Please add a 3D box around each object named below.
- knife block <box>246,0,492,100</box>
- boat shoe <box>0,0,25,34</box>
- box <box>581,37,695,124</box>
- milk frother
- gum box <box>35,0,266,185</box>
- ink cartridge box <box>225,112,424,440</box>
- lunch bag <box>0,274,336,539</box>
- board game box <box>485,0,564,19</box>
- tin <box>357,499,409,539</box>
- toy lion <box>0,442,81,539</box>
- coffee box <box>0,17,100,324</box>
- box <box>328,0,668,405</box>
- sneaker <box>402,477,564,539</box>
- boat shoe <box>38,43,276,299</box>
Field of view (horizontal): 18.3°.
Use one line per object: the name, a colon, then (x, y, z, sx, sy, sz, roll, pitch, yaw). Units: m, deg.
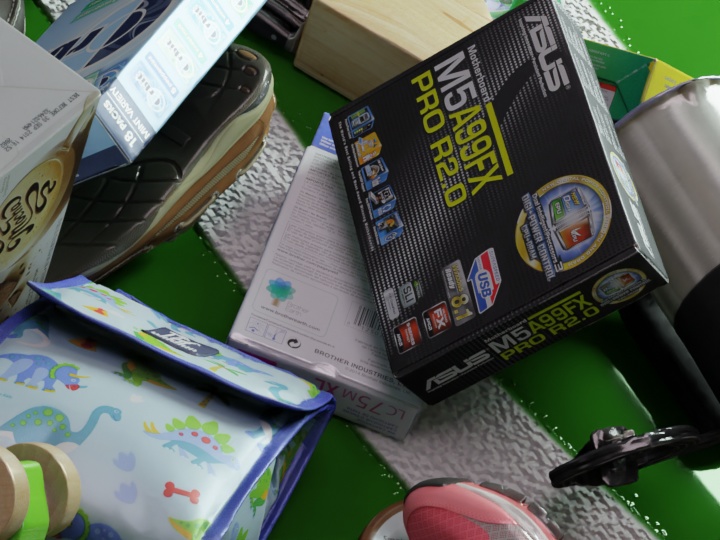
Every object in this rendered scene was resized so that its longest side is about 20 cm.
knife block: (-0.003, -0.152, 1.467, 0.174, 0.064, 0.201, -4, 52, -21)
boat shoe: (-0.255, -0.127, 1.359, 0.071, 0.061, 0.202, 23, 46, 2)
box: (0.176, -0.106, 1.424, 0.117, 0.049, 0.200, 20, 5, 34)
milk frother: (0.175, 0.018, 1.291, 0.199, 0.181, 0.189, -6, 54, -40)
gum box: (-0.154, -0.114, 1.315, 0.045, 0.169, 0.200, 54, 44, -21)
ink cartridge box: (0.000, 0.000, 1.350, 0.119, 0.042, 0.201, 21, 49, -2)
lunch bag: (-0.122, 0.091, 1.176, 0.169, 0.128, 0.200, 25, 36, 9)
board game box: (0.061, -0.265, 1.615, 0.199, 0.026, 0.201, 17, 46, -4)
tin: (0.045, 0.208, 1.185, 0.111, 0.042, 0.201, 13, 47, -14)
toy lion: (-0.224, 0.164, 1.063, 0.069, 0.191, 0.201, 5, 75, -68)
coffee box: (-0.219, -0.022, 1.182, 0.080, 0.200, 0.113, 36, 47, 9)
box: (0.074, -0.044, 1.290, 0.044, 0.160, 0.201, 39, 30, -48)
sneaker: (0.081, 0.187, 1.140, 0.087, 0.074, 0.200, -30, 65, -35)
boat shoe: (-0.120, -0.047, 1.321, 0.200, 0.074, 0.076, -43, 58, -18)
